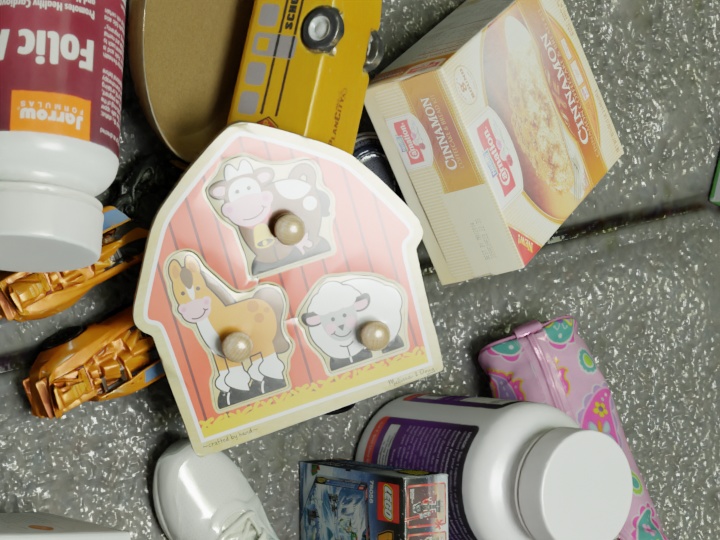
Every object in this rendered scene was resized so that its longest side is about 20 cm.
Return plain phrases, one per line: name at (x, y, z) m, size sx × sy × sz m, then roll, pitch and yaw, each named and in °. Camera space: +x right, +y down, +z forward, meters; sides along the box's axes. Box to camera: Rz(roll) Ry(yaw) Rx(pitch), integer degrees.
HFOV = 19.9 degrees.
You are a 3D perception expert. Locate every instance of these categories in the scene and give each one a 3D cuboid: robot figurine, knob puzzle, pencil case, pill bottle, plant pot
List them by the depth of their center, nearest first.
pill bottle at (-0.203, -0.107, 1.261) m, size 0.114 × 0.114 × 0.201 m, roll 10°, pitch 73°, yaw -35°
knob puzzle at (-0.051, 0.002, 1.319) m, size 0.218 × 0.030 × 0.221 m, roll -2°, pitch 100°, yaw -11°
robot figurine at (-0.145, 0.010, 1.354) m, size 0.200 × 0.058 × 0.146 m, roll -31°, pitch 108°, yaw -31°
plant pot at (-0.102, -0.171, 1.356) m, size 0.200 × 0.027 × 0.201 m, roll -41°, pitch 136°, yaw -55°
pill bottle at (0.094, 0.146, 1.436) m, size 0.111 × 0.200 × 0.112 m, roll 0°, pitch 90°, yaw -34°
pencil case at (0.158, 0.135, 1.512) m, size 0.087 × 0.087 × 0.201 m, roll -9°, pitch 69°, yaw -35°

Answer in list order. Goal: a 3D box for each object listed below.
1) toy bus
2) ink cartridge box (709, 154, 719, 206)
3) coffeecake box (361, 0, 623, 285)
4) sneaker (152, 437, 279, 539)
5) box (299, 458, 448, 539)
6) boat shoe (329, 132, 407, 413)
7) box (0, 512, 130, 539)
toy bus at (-0.040, -0.120, 1.380) m, size 0.065 × 0.078 × 0.201 m, roll 19°, pitch 83°, yaw -58°
ink cartridge box at (0.403, -0.093, 1.724) m, size 0.199 × 0.084 × 0.146 m, roll 22°, pitch 78°, yaw -33°
coffeecake box at (0.099, -0.105, 1.477) m, size 0.200 × 0.073 × 0.154 m, roll -45°, pitch 116°, yaw -51°
sneaker at (-0.071, 0.200, 1.395) m, size 0.070 × 0.080 × 0.201 m, roll -36°, pitch 108°, yaw -28°
box at (0.009, 0.235, 1.415) m, size 0.040 × 0.137 × 0.201 m, roll -1°, pitch 91°, yaw -32°
boat shoe at (0.000, 0.000, 1.417) m, size 0.074 × 0.093 × 0.201 m, roll 9°, pitch 85°, yaw -8°
box at (-0.256, 0.200, 1.236) m, size 0.199 × 0.124 × 0.098 m, roll 5°, pitch 88°, yaw -34°
